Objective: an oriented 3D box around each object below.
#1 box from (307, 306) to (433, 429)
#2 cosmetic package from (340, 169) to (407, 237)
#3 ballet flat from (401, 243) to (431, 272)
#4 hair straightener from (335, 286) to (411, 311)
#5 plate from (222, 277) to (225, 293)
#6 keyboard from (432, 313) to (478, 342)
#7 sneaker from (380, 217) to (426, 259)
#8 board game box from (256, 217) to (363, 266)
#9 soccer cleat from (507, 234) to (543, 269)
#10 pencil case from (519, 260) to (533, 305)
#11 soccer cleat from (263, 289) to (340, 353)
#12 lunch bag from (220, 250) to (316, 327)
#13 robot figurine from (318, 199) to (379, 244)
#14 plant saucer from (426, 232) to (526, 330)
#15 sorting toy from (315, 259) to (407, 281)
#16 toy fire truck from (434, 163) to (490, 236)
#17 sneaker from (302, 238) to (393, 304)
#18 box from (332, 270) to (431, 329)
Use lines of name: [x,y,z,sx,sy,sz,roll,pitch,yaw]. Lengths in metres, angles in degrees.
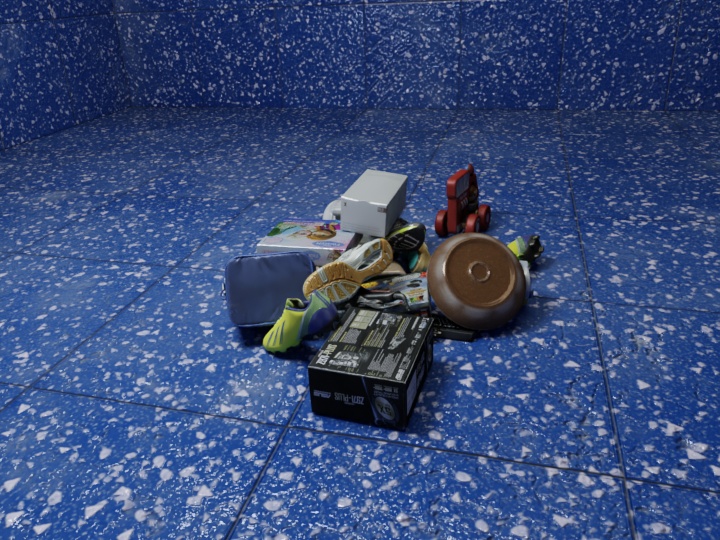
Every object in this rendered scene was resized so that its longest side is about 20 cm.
box: [0.024,0.153,1.005,0.159,0.089,0.200,6,26,18]
cosmetic package: [0.034,-0.157,1.388,0.110,0.083,0.201,12,31,15]
ballet flat: [0.136,-0.038,1.446,0.062,0.070,0.201,22,24,-15]
hair straightener: [0.005,0.064,1.138,0.195,0.042,0.077,7,32,34]
plate: [-0.206,0.026,1.340,0.193,0.026,0.202,-4,33,3]
keyboard: [0.131,0.096,1.172,0.194,0.041,0.104,5,26,18]
sneaker: [0.092,-0.088,1.405,0.072,0.083,0.199,23,-17,-20]
board game box: [-0.106,-0.066,1.346,0.193,0.042,0.200,3,22,10]
soccer cleat: [0.343,-0.020,1.371,0.083,0.066,0.199,-15,14,46]
pencil case: [0.250,0.025,1.241,0.193,0.093,0.084,1,41,8]
soccer cleat: [-0.116,0.089,1.086,0.198,0.085,0.065,-27,13,42]
lunch bag: [-0.181,0.037,1.196,0.193,0.141,0.132,-3,-1,-4]
robot figurine: [-0.014,-0.124,1.548,0.194,0.116,0.170,0,-19,21]
plant saucer: [0.225,0.010,1.163,0.194,0.037,0.206,1,65,-2]
sorting toy: [0.000,0.000,1.343,0.193,0.038,0.185,2,9,-3]
toy fire truck: [0.271,-0.183,1.587,0.109,0.173,0.199,11,28,27]
sneaker: [-0.029,0.009,1.159,0.197,0.077,0.087,-27,8,-25]
box: [0.042,0.064,1.203,0.194,0.041,0.138,-12,24,11]
